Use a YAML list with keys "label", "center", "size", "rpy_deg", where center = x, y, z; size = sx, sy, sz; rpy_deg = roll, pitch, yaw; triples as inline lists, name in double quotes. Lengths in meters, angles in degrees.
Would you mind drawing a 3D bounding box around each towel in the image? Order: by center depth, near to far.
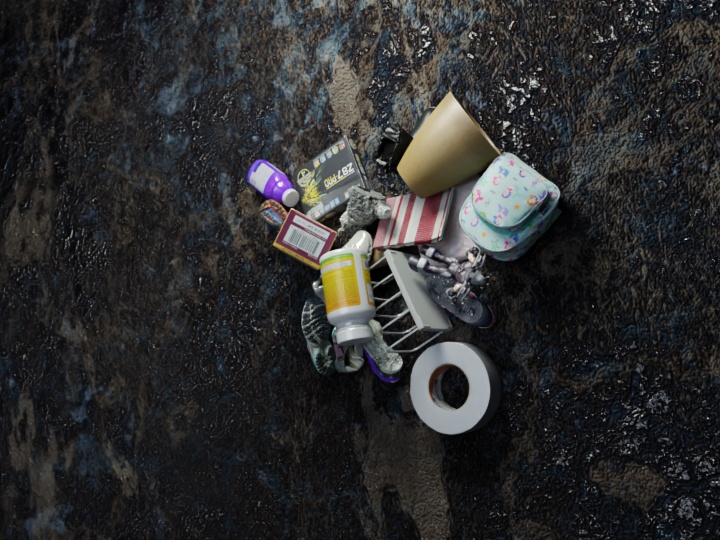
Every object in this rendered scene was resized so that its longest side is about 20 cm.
- label: "towel"
  center: [0.216, -0.110, 1.592]
  size: [0.198, 0.032, 0.194]
  rpy_deg: [-23, 70, 30]
- label: "towel"
  center: [0.124, -0.121, 1.597]
  size: [0.198, 0.023, 0.146]
  rpy_deg: [-6, 59, 41]

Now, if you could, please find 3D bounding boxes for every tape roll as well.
- label: "tape roll"
  center: [0.210, 0.261, 1.522]
  size: [0.198, 0.066, 0.203]
  rpy_deg: [-5, 80, 33]

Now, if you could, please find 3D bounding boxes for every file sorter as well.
- label: "file sorter"
  center: [0.097, 0.076, 1.584]
  size: [0.124, 0.138, 0.202]
  rpy_deg: [-36, 65, 28]

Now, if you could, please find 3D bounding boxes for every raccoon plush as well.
- label: "raccoon plush"
  center: [0.001, -0.122, 1.657]
  size: [0.200, 0.096, 0.136]
  rpy_deg: [-109, 37, -69]

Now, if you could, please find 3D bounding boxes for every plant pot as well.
- label: "plant pot"
  center: [0.184, -0.262, 1.528]
  size: [0.199, 0.186, 0.188]
  rpy_deg: [-39, 64, 16]

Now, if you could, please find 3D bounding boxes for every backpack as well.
- label: "backpack"
  center: [0.311, -0.129, 1.447]
  size: [0.178, 0.150, 0.201]
  rpy_deg: [44, 101, 28]

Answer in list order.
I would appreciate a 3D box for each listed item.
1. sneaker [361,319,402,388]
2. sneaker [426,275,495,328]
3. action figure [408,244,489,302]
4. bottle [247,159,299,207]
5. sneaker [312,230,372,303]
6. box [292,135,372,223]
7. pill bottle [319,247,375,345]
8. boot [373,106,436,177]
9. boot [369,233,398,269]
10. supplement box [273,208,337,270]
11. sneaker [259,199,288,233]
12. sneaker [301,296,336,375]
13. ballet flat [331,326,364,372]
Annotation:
- label: "sneaker"
  center: [0.040, 0.207, 1.642]
  size: [0.201, 0.069, 0.100]
  rpy_deg: [-123, 21, -48]
- label: "sneaker"
  center: [0.225, 0.069, 1.538]
  size: [0.071, 0.082, 0.200]
  rpy_deg: [-54, 42, 11]
- label: "action figure"
  center: [0.204, -0.003, 1.495]
  size: [0.199, 0.069, 0.131]
  rpy_deg: [24, 73, 43]
- label: "bottle"
  center: [-0.238, -0.236, 1.877]
  size: [0.200, 0.065, 0.084]
  rpy_deg: [38, 103, 43]
- label: "sneaker"
  center: [-0.042, -0.013, 1.635]
  size: [0.075, 0.081, 0.201]
  rpy_deg: [26, 81, 44]
- label: "box"
  center: [-0.077, -0.233, 1.797]
  size: [0.199, 0.049, 0.163]
  rpy_deg: [-29, 72, 28]
- label: "pill bottle"
  center: [-0.026, 0.061, 1.526]
  size: [0.110, 0.111, 0.203]
  rpy_deg: [-18, 73, 31]
- label: "boot"
  center: [0.114, -0.310, 1.610]
  size: [0.073, 0.162, 0.201]
  rpy_deg: [26, 98, 33]
- label: "boot"
  center: [0.000, 0.000, 1.686]
  size: [0.198, 0.066, 0.177]
  rpy_deg: [-21, 58, 30]
- label: "supplement box"
  center: [-0.138, -0.072, 1.698]
  size: [0.130, 0.200, 0.104]
  rpy_deg: [27, 87, -5]
- label: "sneaker"
  center: [-0.187, -0.111, 1.845]
  size: [0.075, 0.078, 0.200]
  rpy_deg: [-42, 78, 1]
- label: "sneaker"
  center: [-0.116, 0.161, 1.717]
  size: [0.086, 0.077, 0.203]
  rpy_deg: [-157, 55, -64]
- label: "ballet flat"
  center: [-0.026, 0.199, 1.634]
  size: [0.070, 0.201, 0.069]
  rpy_deg: [23, 58, 18]
